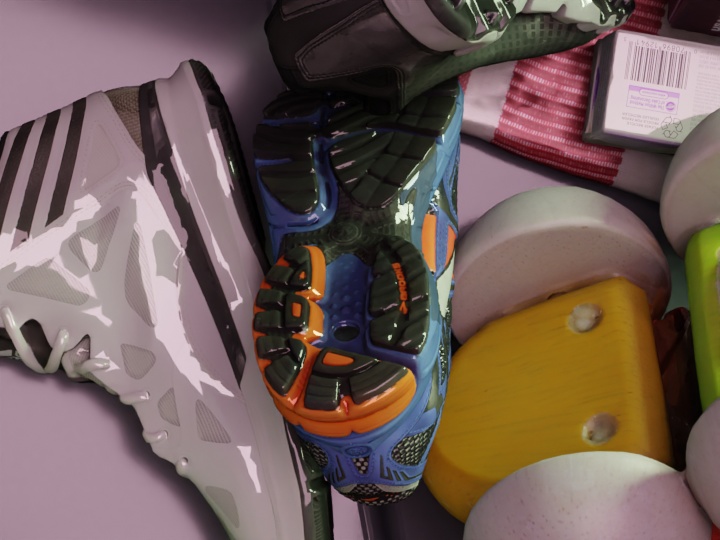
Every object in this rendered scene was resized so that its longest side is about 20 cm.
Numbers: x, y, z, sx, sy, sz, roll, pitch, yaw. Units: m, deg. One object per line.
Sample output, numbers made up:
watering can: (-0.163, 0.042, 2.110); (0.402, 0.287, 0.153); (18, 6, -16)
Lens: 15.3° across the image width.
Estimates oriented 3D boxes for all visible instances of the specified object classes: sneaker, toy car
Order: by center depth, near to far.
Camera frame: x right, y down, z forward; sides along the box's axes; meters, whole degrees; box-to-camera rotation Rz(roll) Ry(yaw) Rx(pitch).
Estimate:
sneaker: (0.028, -0.095, 0.916); (0.090, 0.200, 0.067); (-25, 88, 27)
sneaker: (0.000, 0.000, 0.925); (0.075, 0.079, 0.200); (-1, 41, 11)
toy car: (0.127, 0.051, 0.931); (0.200, 0.175, 0.150); (-24, 133, 22)
sneaker: (-0.080, 0.036, 0.950); (0.115, 0.076, 0.201); (-16, 85, 2)

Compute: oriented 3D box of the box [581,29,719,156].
box: (0.182, -0.052, 0.986); (0.199, 0.039, 0.042); (8, 87, -7)

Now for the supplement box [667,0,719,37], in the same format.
supplement box: (0.217, -0.135, 0.965); (0.199, 0.086, 0.111); (10, 62, -10)

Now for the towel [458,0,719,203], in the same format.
towel: (0.141, -0.091, 1.014); (0.199, 0.023, 0.145); (17, 83, -6)
